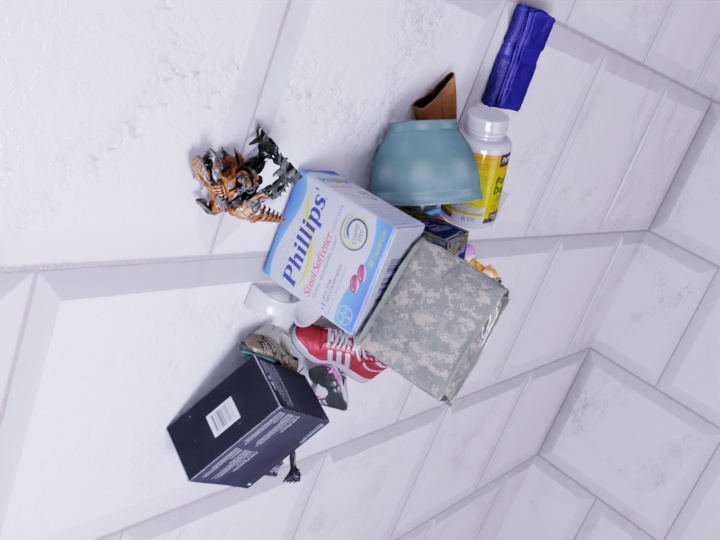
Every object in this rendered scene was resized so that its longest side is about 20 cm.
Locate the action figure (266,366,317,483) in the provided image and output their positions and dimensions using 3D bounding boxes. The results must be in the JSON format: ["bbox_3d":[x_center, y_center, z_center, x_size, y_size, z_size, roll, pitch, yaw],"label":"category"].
[{"bbox_3d":[-0.144,0.279,1.508,0.117,0.101,0.204,21,59,-33],"label":"action figure"}]

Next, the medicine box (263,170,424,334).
[{"bbox_3d":[-0.029,-0.032,1.291,0.102,0.198,0.185,-7,124,-58],"label":"medicine box"}]

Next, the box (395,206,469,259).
[{"bbox_3d":[0.090,-0.065,1.437,0.069,0.198,0.066,-23,128,-44],"label":"box"}]

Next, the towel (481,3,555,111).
[{"bbox_3d":[0.317,-0.412,1.621,0.146,0.049,0.204,-9,125,-52],"label":"towel"}]

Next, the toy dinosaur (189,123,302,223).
[{"bbox_3d":[-0.160,-0.122,1.151,0.135,0.102,0.200,-42,169,3],"label":"toy dinosaur"}]

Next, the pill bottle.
[{"bbox_3d":[0.213,-0.188,1.500,0.108,0.108,0.204,-24,132,-44],"label":"pill bottle"}]

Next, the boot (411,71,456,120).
[{"bbox_3d":[0.171,-0.282,1.532,0.187,0.068,0.202,-37,138,-20],"label":"boot"}]

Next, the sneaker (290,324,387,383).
[{"bbox_3d":[-0.023,0.132,1.485,0.198,0.072,0.112,28,138,-30],"label":"sneaker"}]

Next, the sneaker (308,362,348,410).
[{"bbox_3d":[-0.050,0.204,1.610,0.201,0.079,0.088,93,14,-58],"label":"sneaker"}]

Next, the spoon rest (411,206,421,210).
[{"bbox_3d":[0.088,-0.047,1.567,0.059,0.100,0.203,-1,132,-21],"label":"spoon rest"}]

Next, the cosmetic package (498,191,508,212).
[{"bbox_3d":[0.242,-0.153,1.745,0.199,0.050,0.084,13,105,-59],"label":"cosmetic package"}]

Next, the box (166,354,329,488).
[{"bbox_3d":[-0.183,0.257,1.366,0.199,0.105,0.182,-39,151,8],"label":"box"}]

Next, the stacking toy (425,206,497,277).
[{"bbox_3d":[0.188,-0.028,1.627,0.109,0.198,0.118,-23,137,-45],"label":"stacking toy"}]

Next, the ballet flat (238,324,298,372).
[{"bbox_3d":[-0.153,0.136,1.411,0.200,0.066,0.077,57,48,-61],"label":"ballet flat"}]

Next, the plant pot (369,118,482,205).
[{"bbox_3d":[0.108,-0.186,1.394,0.198,0.197,0.138,-14,105,-51],"label":"plant pot"}]

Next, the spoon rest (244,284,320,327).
[{"bbox_3d":[-0.108,0.054,1.394,0.198,0.060,0.101,0,118,-56],"label":"spoon rest"}]

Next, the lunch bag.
[{"bbox_3d":[0.115,0.072,1.243,0.202,0.162,0.117,-58,158,-1],"label":"lunch bag"}]
